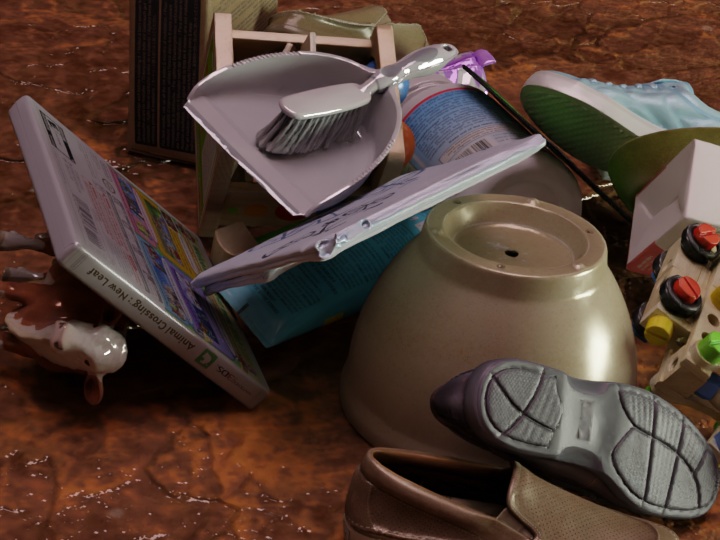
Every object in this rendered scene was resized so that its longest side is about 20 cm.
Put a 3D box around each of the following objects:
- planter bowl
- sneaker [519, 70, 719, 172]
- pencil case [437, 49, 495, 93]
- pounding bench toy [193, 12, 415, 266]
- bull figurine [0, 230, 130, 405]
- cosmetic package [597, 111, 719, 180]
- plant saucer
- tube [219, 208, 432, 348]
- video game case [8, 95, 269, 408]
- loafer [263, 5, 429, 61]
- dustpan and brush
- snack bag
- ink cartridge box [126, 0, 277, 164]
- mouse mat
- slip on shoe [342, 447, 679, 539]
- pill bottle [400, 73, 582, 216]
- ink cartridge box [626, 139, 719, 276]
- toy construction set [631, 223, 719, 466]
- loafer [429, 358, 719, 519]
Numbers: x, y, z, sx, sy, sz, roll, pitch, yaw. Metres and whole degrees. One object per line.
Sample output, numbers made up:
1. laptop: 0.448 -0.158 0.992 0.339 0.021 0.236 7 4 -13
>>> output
1. planter bowl: 0.091 0.033 1.153 0.200 0.135 0.200 5 28 -3
2. sneaker: 0.228 -0.124 1.429 0.200 0.074 0.082 25 59 -3
3. pencil case: 0.015 -0.153 1.542 0.200 0.086 0.084 -5 34 -24
4. pounding bench toy: -0.039 -0.074 1.330 0.156 0.124 0.200 2 60 -12
5. bull figurine: -0.197 0.024 1.159 0.121 0.065 0.200 13 17 3
6. cosmetic package: 0.303 -0.106 1.536 0.200 0.052 0.151 7 18 -1
7. plant saucer: 0.290 -0.055 1.370 0.200 0.200 0.031 11 72 6
8. tube: 0.000 0.000 1.239 0.200 0.050 0.077 -18 40 -28
9. video game case: -0.149 -0.014 1.168 0.182 0.022 0.200 41 11 -36
10. loafer: -0.012 -0.206 1.599 0.076 0.068 0.200 -20 -21 41
11. dustpan and brush: -0.006 -0.121 1.252 0.200 0.057 0.140 -21 55 -42
12. snack bag: 0.007 -0.034 1.127 0.188 0.021 0.200 -26 6 -28
13. ink cartridge box: -0.133 -0.205 1.516 0.075 0.165 0.200 11 27 11
14. mouse mat: 0.170 -0.082 1.398 0.200 0.008 0.161 37 9 -37
15. slip on shoe: 0.091 0.143 1.021 0.200 0.061 0.076 10 27 4
16. pill bottle: 0.085 -0.082 1.400 0.109 0.109 0.200 -5 30 -22
17. ink cartridge box: 0.312 -0.023 1.298 0.200 0.116 0.068 15 69 -9
18. toy construction set: 0.249 0.046 1.195 0.131 0.092 0.200 36 28 -4
19. loafer: 0.131 0.100 1.067 0.200 0.072 0.063 24 -19 -30
